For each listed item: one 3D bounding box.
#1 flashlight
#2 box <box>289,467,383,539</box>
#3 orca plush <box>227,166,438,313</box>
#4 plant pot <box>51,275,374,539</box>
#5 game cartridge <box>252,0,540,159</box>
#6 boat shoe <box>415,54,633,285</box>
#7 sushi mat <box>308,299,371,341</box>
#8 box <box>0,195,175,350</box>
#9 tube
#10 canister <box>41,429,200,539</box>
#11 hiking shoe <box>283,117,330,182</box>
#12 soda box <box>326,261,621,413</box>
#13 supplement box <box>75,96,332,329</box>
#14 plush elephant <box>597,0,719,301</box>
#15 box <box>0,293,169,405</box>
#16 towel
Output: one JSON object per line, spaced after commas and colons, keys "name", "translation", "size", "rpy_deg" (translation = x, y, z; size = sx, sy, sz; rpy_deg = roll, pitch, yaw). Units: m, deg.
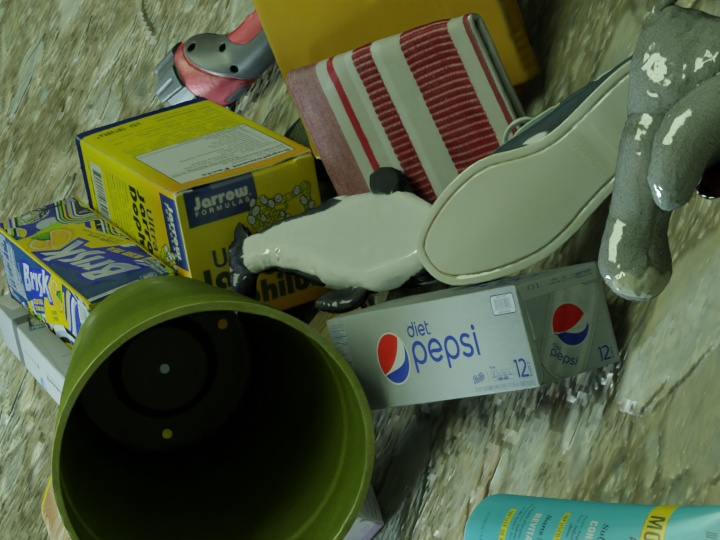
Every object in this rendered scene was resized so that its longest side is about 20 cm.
{"name": "flashlight", "translation": [-0.080, -0.191, 1.999], "size": [0.200, 0.068, 0.068], "rpy_deg": [-43, 34, 36]}
{"name": "box", "translation": [-0.059, 0.213, 1.702], "size": [0.200, 0.039, 0.041], "rpy_deg": [-50, 33, 25]}
{"name": "orca plush", "translation": [0.000, 0.000, 1.708], "size": [0.200, 0.071, 0.105], "rpy_deg": [-20, 48, 36]}
{"name": "plant pot", "translation": [-0.111, 0.088, 1.666], "size": [0.200, 0.200, 0.193], "rpy_deg": [-61, 20, 8]}
{"name": "game cartridge", "translation": [0.011, -0.189, 1.722], "size": [0.176, 0.200, 0.032], "rpy_deg": [-15, 14, 30]}
{"name": "boat shoe", "translation": [0.119, -0.064, 1.562], "size": [0.200, 0.075, 0.062], "rpy_deg": [-43, 0, 15]}
{"name": "sushi mat", "translation": [-0.050, 0.098, 1.795], "size": [0.200, 0.012, 0.096], "rpy_deg": [-52, 34, 24]}
{"name": "box", "translation": [-0.193, 0.011, 1.852], "size": [0.200, 0.070, 0.064], "rpy_deg": [34, 140, 57]}
{"name": "tube", "translation": [0.138, 0.158, 1.428], "size": [0.200, 0.050, 0.077], "rpy_deg": [2, 83, 54]}
{"name": "canister", "translation": [-0.157, 0.184, 1.822], "size": [0.149, 0.087, 0.200], "rpy_deg": [-67, 26, 20]}
{"name": "hiking shoe", "translation": [-0.012, -0.145, 1.821], "size": [0.200, 0.101, 0.076], "rpy_deg": [-47, 33, 28]}
{"name": "soda box", "translation": [0.066, 0.042, 1.578], "size": [0.200, 0.068, 0.063], "rpy_deg": [-12, 93, 55]}
{"name": "supplement box", "translation": [-0.114, -0.042, 1.863], "size": [0.200, 0.109, 0.110], "rpy_deg": [30, 134, 60]}
{"name": "plush elephant", "translation": [0.228, -0.088, 1.373], "size": [0.155, 0.165, 0.200], "rpy_deg": [12, 116, 25]}
{"name": "box", "translation": [-0.166, 0.043, 1.895], "size": [0.200, 0.156, 0.041], "rpy_deg": [34, 141, 60]}
{"name": "towel", "translation": [0.042, -0.084, 1.676], "size": [0.023, 0.144, 0.200], "rpy_deg": [-33, 12, -35]}
